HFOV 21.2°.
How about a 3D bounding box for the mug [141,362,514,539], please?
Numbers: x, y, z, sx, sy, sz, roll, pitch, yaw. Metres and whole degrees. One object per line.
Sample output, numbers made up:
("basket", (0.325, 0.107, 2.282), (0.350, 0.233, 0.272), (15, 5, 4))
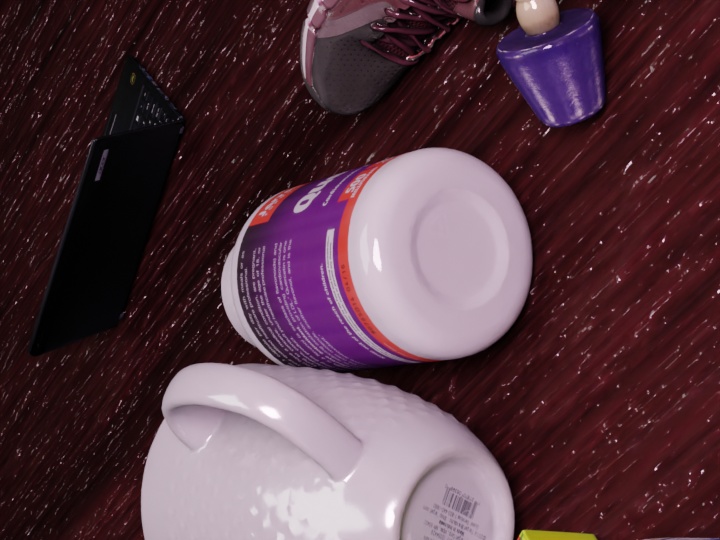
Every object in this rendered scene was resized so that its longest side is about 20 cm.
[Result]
("mug", (-0.024, 0.114, 1.022), (0.175, 0.200, 0.148), (3, 55, 48))

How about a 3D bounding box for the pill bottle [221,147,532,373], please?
("pill bottle", (0.000, 0.000, 1.085), (0.200, 0.112, 0.113), (-12, 73, 57))

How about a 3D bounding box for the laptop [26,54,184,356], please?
("laptop", (-0.209, -0.054, 1.457), (0.200, 0.103, 0.178), (49, 124, 52))

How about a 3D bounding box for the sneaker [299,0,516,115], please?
("sneaker", (0.036, -0.151, 1.099), (0.201, 0.075, 0.116), (-62, 39, 29))

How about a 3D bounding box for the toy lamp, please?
("toy lamp", (0.077, -0.168, 0.967), (0.058, 0.058, 0.201), (18, 133, 59))

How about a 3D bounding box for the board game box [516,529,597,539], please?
("board game box", (0.079, 0.239, 0.959), (0.201, 0.047, 0.102), (-65, 34, 26))

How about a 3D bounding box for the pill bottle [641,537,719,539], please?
("pill bottle", (0.176, 0.162, 0.754), (0.200, 0.110, 0.112), (-11, 74, 58))
